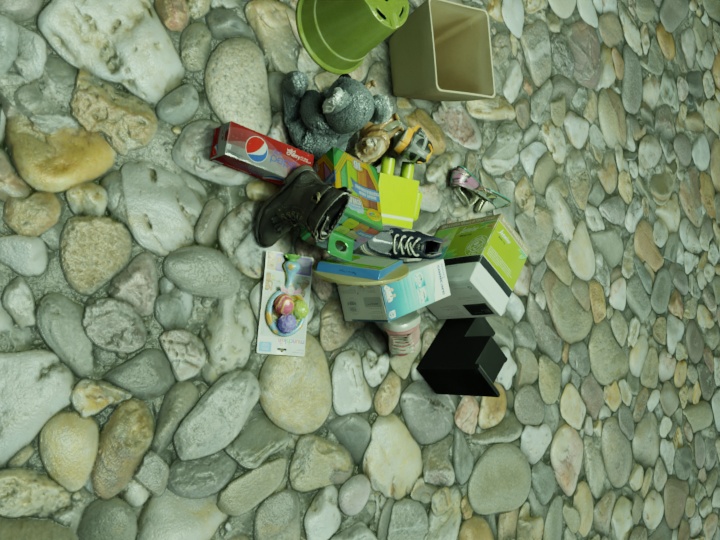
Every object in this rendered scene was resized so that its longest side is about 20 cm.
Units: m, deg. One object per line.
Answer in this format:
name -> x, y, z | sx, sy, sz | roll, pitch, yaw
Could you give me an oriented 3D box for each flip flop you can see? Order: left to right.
flip flop -> 0.038, -0.275, 1.557 | 0.200, 0.057, 0.082 | -42, 112, -34

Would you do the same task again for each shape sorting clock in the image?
shape sorting clock -> 0.000, 0.000, 1.412 | 0.198, 0.199, 0.040 | -7, 106, -40

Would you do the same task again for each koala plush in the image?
koala plush -> -0.042, -0.318, 1.402 | 0.176, 0.199, 0.187 | 4, 83, -40

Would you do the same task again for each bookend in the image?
bookend -> 0.264, 0.183, 1.612 | 0.092, 0.197, 0.201 | 50, 57, -22

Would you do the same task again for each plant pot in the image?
plant pot -> -0.002, -0.539, 1.464 | 0.198, 0.189, 0.204 | 4, 84, -39
plant pot -> 0.175, -0.486, 1.615 | 0.198, 0.176, 0.203 | -6, 90, -39

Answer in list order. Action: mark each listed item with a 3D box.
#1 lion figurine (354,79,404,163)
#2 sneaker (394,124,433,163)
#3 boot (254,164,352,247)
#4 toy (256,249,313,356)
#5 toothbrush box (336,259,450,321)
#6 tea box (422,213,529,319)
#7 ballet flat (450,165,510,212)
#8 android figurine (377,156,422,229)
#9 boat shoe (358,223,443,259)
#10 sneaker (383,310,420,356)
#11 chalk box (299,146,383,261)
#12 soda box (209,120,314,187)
lion figurine -> 0.015, -0.322, 1.515 | 0.121, 0.201, 0.073 | -30, 143, 2
sneaker -> 0.128, -0.277, 1.574 | 0.077, 0.079, 0.200 | 33, 19, 2
boot -> -0.111, -0.099, 1.306 | 0.069, 0.174, 0.201 | 27, 102, -40
toy -> -0.140, 0.066, 1.382 | 0.114, 0.047, 0.203 | 10, 79, -37
toothbrush box -> 0.073, 0.041, 1.500 | 0.198, 0.145, 0.087 | -21, 101, -40
tea box -> 0.254, -0.006, 1.622 | 0.134, 0.199, 0.198 | 46, 58, -26
ballet flat -> 0.298, -0.192, 1.772 | 0.199, 0.069, 0.072 | 28, 87, -31
android figurine -> 0.068, -0.148, 1.564 | 0.180, 0.041, 0.203 | 3, 99, -40
boat shoe -> 0.092, -0.061, 1.516 | 0.198, 0.092, 0.076 | -3, 102, -39
sneaker -> 0.094, 0.142, 1.508 | 0.200, 0.074, 0.106 | -30, 122, -80
chalk box -> -0.040, -0.117, 1.392 | 0.124, 0.123, 0.203 | 21, 50, -37
soda box -> -0.189, -0.220, 1.357 | 0.198, 0.063, 0.071 | 18, 75, -38
